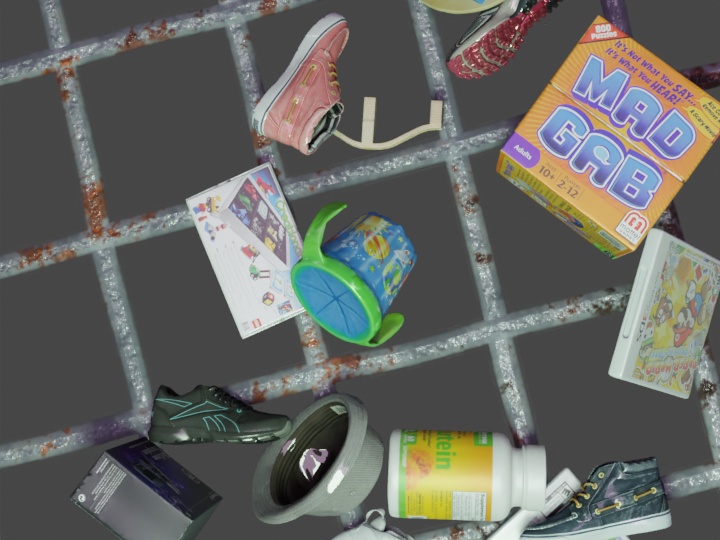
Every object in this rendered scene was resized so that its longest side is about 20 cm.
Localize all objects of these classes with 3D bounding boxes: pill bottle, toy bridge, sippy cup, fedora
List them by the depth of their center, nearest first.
[{"bbox_3d":[0.136,0.262,1.616,0.197,0.111,0.113,1,88,5],"label":"pill bottle"},{"bbox_3d":[0.000,0.000,1.622,0.139,0.179,0.131,32,59,16],"label":"sippy cup"},{"bbox_3d":[-0.042,0.254,1.627,0.090,0.178,0.200,37,109,-27],"label":"fedora"},{"bbox_3d":[0.011,-0.197,1.687,0.197,0.027,0.068,3,88,6],"label":"toy bridge"}]

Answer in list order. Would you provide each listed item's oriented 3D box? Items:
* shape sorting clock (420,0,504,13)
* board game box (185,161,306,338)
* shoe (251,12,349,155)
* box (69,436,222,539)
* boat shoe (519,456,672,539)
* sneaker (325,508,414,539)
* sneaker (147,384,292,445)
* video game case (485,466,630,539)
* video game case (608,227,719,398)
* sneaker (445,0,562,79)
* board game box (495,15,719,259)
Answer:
[{"bbox_3d":[0.147,-0.425,1.656,0.197,0.039,0.203,-10,64,21],"label":"shape sorting clock"},{"bbox_3d":[-0.138,-0.027,1.688,0.125,0.035,0.202,-23,86,2],"label":"board game box"},{"bbox_3d":[-0.051,-0.241,1.648,0.090,0.072,0.201,28,69,18],"label":"shoe"},{"bbox_3d":[-0.265,0.289,1.603,0.141,0.200,0.079,39,91,4],"label":"box"},{"bbox_3d":[0.291,0.296,1.607,0.197,0.071,0.092,-11,85,-4],"label":"boat shoe"},{"bbox_3d":[0.038,0.409,1.636,0.115,0.075,0.201,-39,82,5],"label":"sneaker"},{"bbox_3d":[-0.186,0.189,1.659,0.197,0.075,0.080,-1,79,12],"label":"sneaker"},{"bbox_3d":[0.255,0.391,1.647,0.200,0.022,0.183,-42,85,1],"label":"video game case"},{"bbox_3d":[0.385,0.058,1.574,0.023,0.199,0.184,15,88,39],"label":"video game case"},{"bbox_3d":[0.187,-0.334,1.662,0.200,0.081,0.075,-45,57,1],"label":"sneaker"},{"bbox_3d":[0.306,-0.157,1.575,0.199,0.200,0.201,36,91,5],"label":"board game box"}]
